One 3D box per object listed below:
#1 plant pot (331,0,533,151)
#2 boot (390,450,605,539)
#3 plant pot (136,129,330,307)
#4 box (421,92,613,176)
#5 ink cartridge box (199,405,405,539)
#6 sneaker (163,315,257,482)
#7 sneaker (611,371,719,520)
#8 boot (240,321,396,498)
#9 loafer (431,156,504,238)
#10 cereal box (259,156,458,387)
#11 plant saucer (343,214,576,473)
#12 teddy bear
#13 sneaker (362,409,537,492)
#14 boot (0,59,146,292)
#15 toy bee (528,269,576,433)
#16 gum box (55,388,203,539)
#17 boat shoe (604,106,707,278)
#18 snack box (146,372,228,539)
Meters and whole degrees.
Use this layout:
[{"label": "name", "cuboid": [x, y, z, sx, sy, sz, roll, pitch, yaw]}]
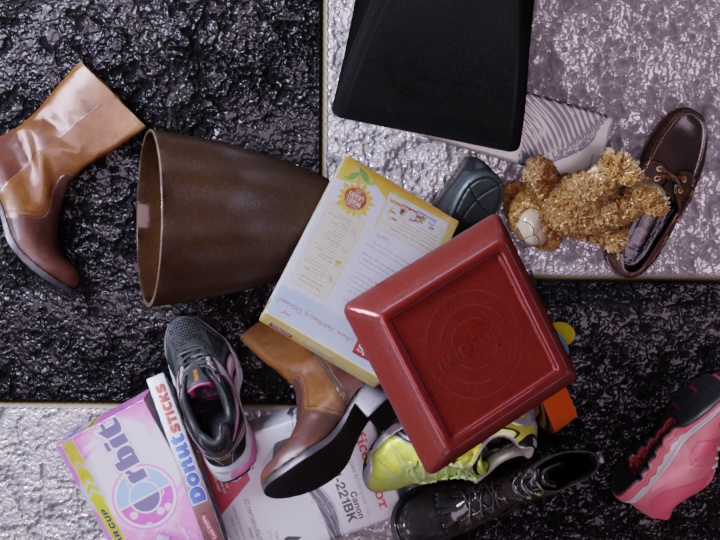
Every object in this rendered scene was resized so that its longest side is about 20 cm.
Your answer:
[{"label": "plant pot", "cuboid": [0.091, -0.270, 1.531, 0.197, 0.201, 0.178, 11, 137, -1]}, {"label": "boot", "cuboid": [0.145, 0.238, 1.607, 0.199, 0.174, 0.070, -18, 82, -34]}, {"label": "plant pot", "cuboid": [-0.132, -0.055, 1.615, 0.198, 0.187, 0.189, 0, 97, -17]}, {"label": "box", "cuboid": [0.170, -0.158, 1.640, 0.198, 0.068, 0.083, 14, 97, -2]}, {"label": "ink cartridge box", "cuboid": [-0.062, 0.230, 1.680, 0.198, 0.084, 0.146, -20, 95, 2]}, {"label": "sneaker", "cuboid": [-0.166, 0.124, 1.629, 0.080, 0.087, 0.201, -27, 57, -2]}, {"label": "sneaker", "cuboid": [0.375, 0.198, 1.690, 0.087, 0.074, 0.200, 39, 100, -18]}, {"label": "boot", "cuboid": [-0.073, 0.124, 1.610, 0.188, 0.069, 0.200, -44, 55, -2]}, {"label": "loafer", "cuboid": [0.091, -0.035, 1.666, 0.071, 0.063, 0.201, 22, 112, -28]}, {"label": "cereal box", "cuboid": [0.000, 0.000, 1.559, 0.143, 0.040, 0.201, 31, 68, -8]}, {"label": "plant saucer", "cuboid": [0.111, 0.075, 1.528, 0.199, 0.037, 0.201, -30, 101, -16]}, {"label": "teddy bear", "cuboid": [0.233, -0.069, 1.595, 0.198, 0.145, 0.067, -4, 55, 31]}, {"label": "sneaker", "cuboid": [0.094, 0.190, 1.589, 0.198, 0.077, 0.076, -25, 130, 7]}, {"label": "boot", "cuboid": [-0.319, -0.102, 1.667, 0.200, 0.068, 0.189, -39, 87, -3]}, {"label": "toy bee", "cuboid": [0.181, 0.077, 1.664, 0.130, 0.108, 0.202, -11, 112, -28]}, {"label": "gum box", "cuboid": [-0.243, 0.252, 1.693, 0.113, 0.066, 0.201, -28, 96, 3]}, {"label": "boat shoe", "cuboid": [0.332, -0.084, 1.648, 0.070, 0.070, 0.202, 21, 95, -1]}, {"label": "snack box", "cuboid": [-0.185, 0.213, 1.623, 0.024, 0.072, 0.202, -21, 73, -6]}]
